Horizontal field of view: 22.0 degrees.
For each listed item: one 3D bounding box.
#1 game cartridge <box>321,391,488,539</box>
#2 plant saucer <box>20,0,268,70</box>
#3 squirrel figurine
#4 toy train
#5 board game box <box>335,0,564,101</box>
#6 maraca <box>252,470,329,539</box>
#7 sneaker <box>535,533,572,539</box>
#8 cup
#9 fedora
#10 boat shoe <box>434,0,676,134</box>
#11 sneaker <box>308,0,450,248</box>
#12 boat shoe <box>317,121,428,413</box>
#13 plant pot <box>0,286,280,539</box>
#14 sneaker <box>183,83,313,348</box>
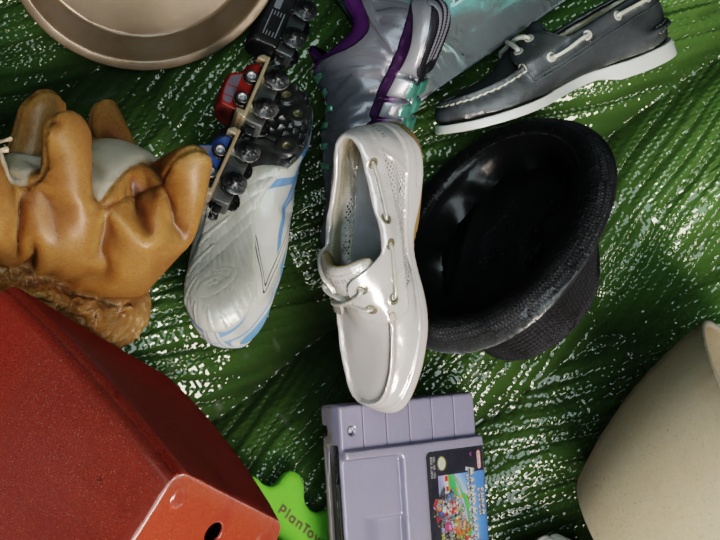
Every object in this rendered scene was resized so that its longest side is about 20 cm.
[{"bbox_3d":[0.036,0.192,1.330,0.129,0.038,0.202,-3,89,-32],"label":"game cartridge"},{"bbox_3d":[-0.152,-0.237,1.298,0.198,0.030,0.202,-4,122,-6],"label":"plant saucer"},{"bbox_3d":[-0.226,-0.019,1.253,0.186,0.141,0.202,-5,119,-39],"label":"squirrel figurine"},{"bbox_3d":[-0.080,-0.121,1.309,0.045,0.034,0.201,22,58,-5],"label":"toy train"},{"bbox_3d":[0.081,-0.231,1.376,0.199,0.028,0.136,-35,93,-7],"label":"board game box"},{"bbox_3d":[-0.076,0.237,1.305,0.137,0.107,0.201,42,60,-20],"label":"maraca"},{"bbox_3d":[0.129,0.293,1.325,0.078,0.090,0.201,26,84,-47],"label":"sneaker"},{"bbox_3d":[0.240,0.157,1.323,0.143,0.200,0.201,-32,93,18],"label":"cup"},{"bbox_3d":[0.115,-0.009,1.332,0.201,0.200,0.092,-47,130,-7],"label":"fedora"},{"bbox_3d":[0.137,-0.155,1.359,0.199,0.076,0.061,-23,103,-20],"label":"boat shoe"},{"bbox_3d":[-0.006,-0.114,1.335,0.087,0.074,0.201,23,102,10],"label":"sneaker"},{"bbox_3d":[0.000,0.000,1.267,0.069,0.070,0.202,-7,97,-50],"label":"boat shoe"},{"bbox_3d":[-0.173,0.163,1.205,0.176,0.200,0.201,30,85,35],"label":"plant pot"},{"bbox_3d":[-0.080,-0.040,1.335,0.071,0.073,0.202,13,73,9],"label":"sneaker"}]
